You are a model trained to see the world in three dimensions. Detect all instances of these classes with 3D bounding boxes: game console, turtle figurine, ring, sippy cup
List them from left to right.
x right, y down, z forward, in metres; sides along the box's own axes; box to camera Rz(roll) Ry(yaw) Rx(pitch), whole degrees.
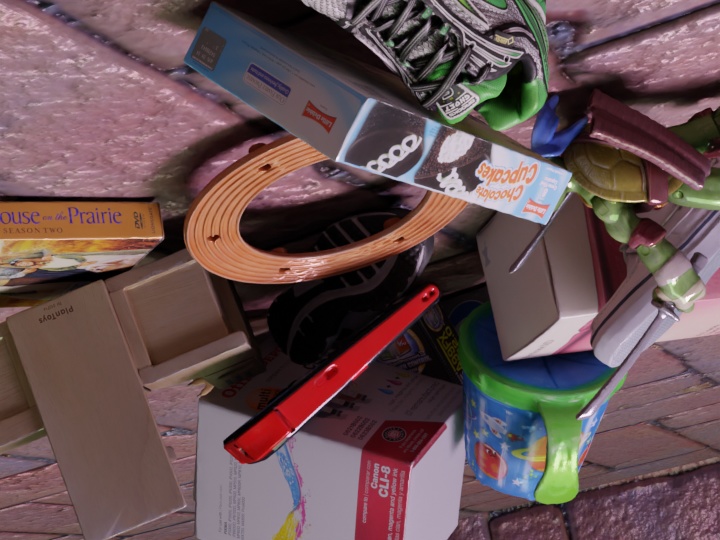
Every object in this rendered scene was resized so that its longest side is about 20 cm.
[{"bbox_3d":[-0.026,0.077,1.115,0.177,0.031,0.200,-43,180,-12],"label":"game console"},{"bbox_3d":[-0.018,-0.047,0.971,0.200,0.019,0.201,-15,155,-7],"label":"ring"},{"bbox_3d":[0.140,0.110,1.227,0.139,0.131,0.178,21,-143,21],"label":"sippy cup"},{"bbox_3d":[0.194,-0.038,0.984,0.193,0.201,0.144,-13,-161,-6],"label":"turtle figurine"}]

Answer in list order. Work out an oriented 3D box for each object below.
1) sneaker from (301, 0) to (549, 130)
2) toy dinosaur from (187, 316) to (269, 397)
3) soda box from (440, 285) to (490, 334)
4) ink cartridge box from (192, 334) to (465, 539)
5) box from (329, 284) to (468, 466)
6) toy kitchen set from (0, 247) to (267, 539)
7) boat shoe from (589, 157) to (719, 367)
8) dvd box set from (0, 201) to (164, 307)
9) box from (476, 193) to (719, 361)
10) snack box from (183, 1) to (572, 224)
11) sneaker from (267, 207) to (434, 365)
[{"bbox_3d":[0.036,-0.119,0.696,0.078,0.086,0.200,-22,160,33],"label":"sneaker"},{"bbox_3d":[-0.120,0.055,1.271,0.199,0.061,0.106,-12,-161,-8],"label":"toy dinosaur"},{"bbox_3d":[0.087,0.066,1.388,0.199,0.070,0.063,-20,163,29],"label":"soda box"},{"bbox_3d":[-0.025,0.165,1.284,0.199,0.145,0.145,14,-153,20],"label":"ink cartridge box"},{"bbox_3d":[0.014,0.117,1.359,0.200,0.161,0.044,-22,-166,34],"label":"box"},{"bbox_3d":[-0.165,0.103,1.083,0.199,0.164,0.180,-22,171,-2],"label":"toy kitchen set"},{"bbox_3d":[0.215,-0.012,1.057,0.200,0.067,0.074,-40,157,-27],"label":"boat shoe"},{"bbox_3d":[-0.248,-0.008,0.984,0.199,0.030,0.146,-1,161,-32],"label":"dvd box set"},{"bbox_3d":[0.208,-0.006,1.150,0.199,0.109,0.128,-7,164,-16],"label":"box"},{"bbox_3d":[0.015,-0.078,0.783,0.200,0.116,0.037,12,109,-53],"label":"snack box"},{"bbox_3d":[0.000,0.000,1.140,0.080,0.074,0.200,-33,176,-38],"label":"sneaker"}]
